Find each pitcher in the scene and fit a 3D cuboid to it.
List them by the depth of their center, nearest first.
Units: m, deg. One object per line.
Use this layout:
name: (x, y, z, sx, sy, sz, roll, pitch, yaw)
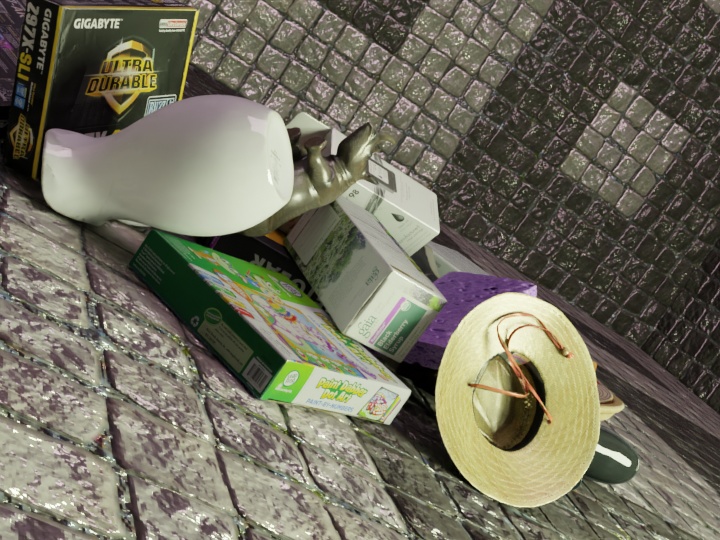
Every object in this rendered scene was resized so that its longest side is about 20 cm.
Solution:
pitcher: (-0.158, -0.082, 0.998, 0.199, 0.122, 0.172, -6, -14, 13)

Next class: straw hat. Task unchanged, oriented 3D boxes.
straw hat: (0.135, 0.129, 1.075, 0.200, 0.202, 0.085, 31, -24, -18)

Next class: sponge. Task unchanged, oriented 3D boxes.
sponge: (0.099, 0.050, 1.182, 0.111, 0.030, 0.200, 9, 23, 31)

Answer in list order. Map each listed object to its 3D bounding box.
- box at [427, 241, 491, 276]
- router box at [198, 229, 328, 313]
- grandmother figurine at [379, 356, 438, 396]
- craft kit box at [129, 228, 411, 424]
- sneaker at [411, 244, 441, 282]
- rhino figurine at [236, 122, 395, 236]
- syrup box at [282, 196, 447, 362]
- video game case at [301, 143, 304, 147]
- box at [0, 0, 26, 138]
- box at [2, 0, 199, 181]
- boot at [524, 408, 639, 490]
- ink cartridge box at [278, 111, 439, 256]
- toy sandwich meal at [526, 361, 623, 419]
box: (0.147, 0.049, 1.610, 0.184, 0.105, 0.200, 38, 10, 25)
router box: (-0.088, -0.011, 1.238, 0.199, 0.051, 0.149, 31, 11, -24)
grandmother figurine: (0.070, 0.103, 1.190, 0.121, 0.061, 0.200, 9, 22, -39)
craft kit box: (-0.077, 0.052, 0.980, 0.200, 0.049, 0.197, 40, 8, 33)
sneaker: (0.042, 0.019, 1.343, 0.106, 0.075, 0.200, 18, 24, -19)
rhino figurine: (-0.053, -0.096, 1.103, 0.060, 0.199, 0.088, 46, -27, 45)
syrup box: (0.000, 0.000, 1.118, 0.081, 0.079, 0.200, 29, 13, -34)
video game case: (-0.142, -0.127, 1.294, 0.199, 0.018, 0.143, 7, -21, -4)
box: (-0.368, -0.215, 1.095, 0.200, 0.044, 0.160, 49, 27, 15)
box: (-0.242, -0.177, 1.048, 0.049, 0.161, 0.200, 25, 21, 21)
boot: (0.239, 0.204, 1.238, 0.164, 0.066, 0.200, 27, 4, 9)
ink cartridge box: (-0.023, -0.078, 1.242, 0.199, 0.116, 0.067, 29, 40, -28)
toy sandwich meal: (0.203, 0.109, 1.233, 0.204, 0.071, 0.205, 13, 5, -1)
